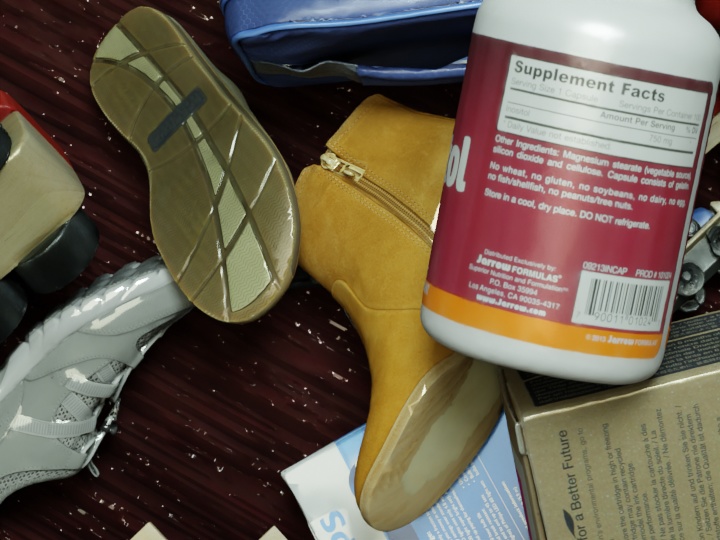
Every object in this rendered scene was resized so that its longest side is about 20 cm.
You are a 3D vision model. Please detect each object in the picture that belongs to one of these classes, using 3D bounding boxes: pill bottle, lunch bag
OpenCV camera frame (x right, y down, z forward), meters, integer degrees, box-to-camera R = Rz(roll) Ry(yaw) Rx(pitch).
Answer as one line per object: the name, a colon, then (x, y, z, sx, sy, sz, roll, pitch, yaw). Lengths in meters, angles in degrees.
pill bottle: (0.097, -0.059, 0.969, 0.112, 0.113, 0.202, 12, 97, 8)
lunch bag: (0.029, -0.156, 1.080, 0.198, 0.136, 0.133, -6, 85, 6)

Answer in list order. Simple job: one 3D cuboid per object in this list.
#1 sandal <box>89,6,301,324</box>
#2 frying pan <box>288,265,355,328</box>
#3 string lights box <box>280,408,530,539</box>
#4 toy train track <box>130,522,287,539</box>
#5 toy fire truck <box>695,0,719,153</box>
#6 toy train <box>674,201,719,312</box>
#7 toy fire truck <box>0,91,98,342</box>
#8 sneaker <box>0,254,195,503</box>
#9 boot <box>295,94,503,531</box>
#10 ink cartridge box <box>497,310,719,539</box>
sandal: (-0.079, -0.057, 1.140, 0.080, 0.054, 0.201, -40, 55, 13)
frying pan: (0.006, -0.016, 1.154, 0.189, 0.031, 0.116, 17, 86, 5)
string lights box: (0.071, 0.098, 1.115, 0.199, 0.059, 0.103, -29, 85, 4)
toy train track: (-0.050, 0.212, 1.138, 0.115, 0.033, 0.200, -42, 87, -6)
toy fire truck: (0.174, -0.119, 1.056, 0.128, 0.176, 0.202, 2, 77, 7)
toy train: (0.209, -0.053, 1.119, 0.200, 0.034, 0.046, -45, 68, -7)
toy fire truck: (-0.252, -0.043, 1.150, 0.176, 0.200, 0.129, -41, 123, 3)
sneaker: (-0.153, 0.067, 1.152, 0.200, 0.075, 0.082, -38, 97, 8)
boot: (0.010, 0.017, 1.091, 0.143, 0.071, 0.202, 22, 80, 35)
ink cartridge box: (0.164, 0.128, 1.049, 0.163, 0.075, 0.201, -13, 110, -1)
